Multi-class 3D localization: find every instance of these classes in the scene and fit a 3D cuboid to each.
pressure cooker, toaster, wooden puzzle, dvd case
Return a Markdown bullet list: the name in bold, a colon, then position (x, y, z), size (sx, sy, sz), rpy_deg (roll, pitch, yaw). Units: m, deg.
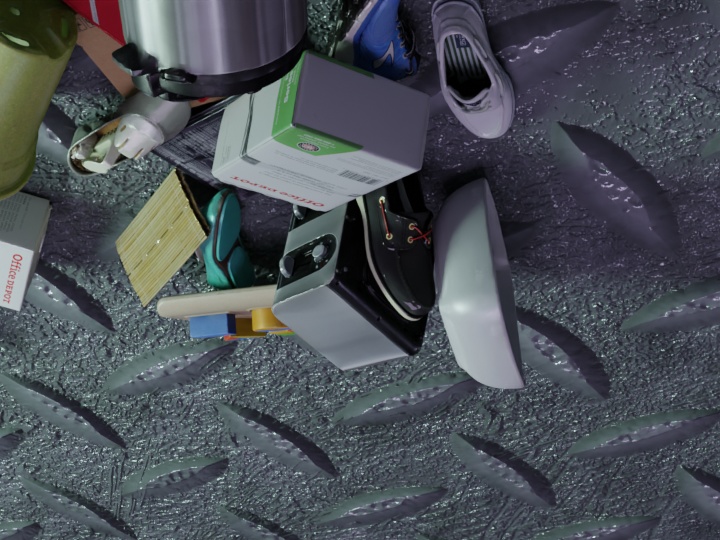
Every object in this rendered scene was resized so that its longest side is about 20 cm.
- **pressure cooker**: position (-0.134, -0.248, 1.149), size (0.174, 0.180, 0.201), rpy_deg (0, 132, 2)
- **toaster**: position (0.000, 0.000, 1.492), size (0.118, 0.182, 0.200), rpy_deg (-18, 137, 35)
- **wooden puzzle**: position (-0.138, 0.063, 1.652), size (0.183, 0.047, 0.200), rpy_deg (-6, 168, 18)
- **dvd case**: position (-0.118, -0.143, 1.434), size (0.199, 0.016, 0.148), rpy_deg (-21, 145, 34)

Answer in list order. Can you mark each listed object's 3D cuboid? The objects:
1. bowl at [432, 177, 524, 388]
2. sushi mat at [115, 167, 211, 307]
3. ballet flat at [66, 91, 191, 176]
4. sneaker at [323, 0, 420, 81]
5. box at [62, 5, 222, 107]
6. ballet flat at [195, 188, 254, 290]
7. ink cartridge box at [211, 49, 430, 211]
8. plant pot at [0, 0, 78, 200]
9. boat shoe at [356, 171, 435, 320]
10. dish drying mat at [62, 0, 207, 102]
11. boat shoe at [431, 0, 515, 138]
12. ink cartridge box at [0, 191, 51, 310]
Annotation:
- **bowl**: position (0.132, 0.021, 1.469), size (0.074, 0.201, 0.201), rpy_deg (-10, 143, 9)
- **sushi mat**: position (-0.241, -0.038, 1.553), size (0.012, 0.096, 0.200), rpy_deg (-17, 165, -38)
- **ballet flat**: position (-0.254, -0.142, 1.401), size (0.067, 0.064, 0.199), rpy_deg (37, 147, -30)
- **sneaker**: position (0.021, -0.238, 1.261), size (0.088, 0.079, 0.200), rpy_deg (6, 153, -11)
- **box**: position (-0.186, -0.235, 1.331), size (0.198, 0.021, 0.164), rpy_deg (-12, 140, 24)
- **ballet flat**: position (-0.178, -0.034, 1.560), size (0.070, 0.068, 0.201), rpy_deg (18, 151, 15)
- **ink cartridge box**: position (-0.044, -0.134, 1.299), size (0.145, 0.085, 0.199), rpy_deg (17, 163, -27)
- **plant pot**: position (-0.380, -0.203, 1.289), size (0.199, 0.202, 0.184), rpy_deg (26, 128, -25)
- **boat shoe**: position (0.045, -0.047, 1.412), size (0.063, 0.204, 0.073), rpy_deg (-21, 169, 41)
- **dish drying mat**: position (-0.212, -0.239, 1.295), size (0.076, 0.018, 0.199), rpy_deg (-26, 132, 36)
- **boat shoe**: position (0.108, -0.191, 1.304), size (0.073, 0.067, 0.201), rpy_deg (-8, 142, 20)
- **ink cartridge box**: position (-0.497, -0.043, 1.593), size (0.198, 0.084, 0.147), rpy_deg (16, 142, -12)
